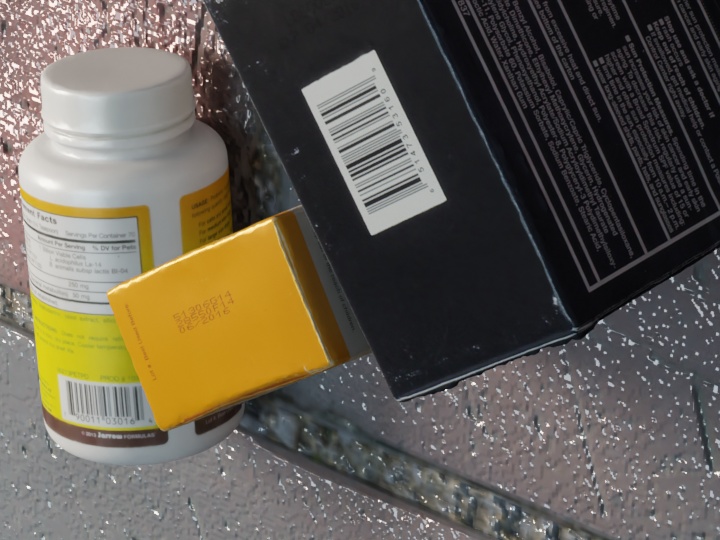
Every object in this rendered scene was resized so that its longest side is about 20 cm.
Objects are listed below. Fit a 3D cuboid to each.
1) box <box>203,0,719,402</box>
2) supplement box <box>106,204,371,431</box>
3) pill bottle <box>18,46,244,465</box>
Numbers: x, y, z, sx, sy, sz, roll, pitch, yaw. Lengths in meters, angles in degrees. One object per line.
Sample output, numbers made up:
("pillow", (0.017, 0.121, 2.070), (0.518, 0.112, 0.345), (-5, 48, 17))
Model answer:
("box", (0.069, -0.079, 1.243), (0.123, 0.198, 0.201), (-24, 92, 46))
("supplement box", (0.000, 0.000, 1.337), (0.126, 0.199, 0.074), (-23, 90, 45))
("pill bottle", (-0.119, -0.009, 1.500), (0.109, 0.109, 0.201), (14, 117, 36))
